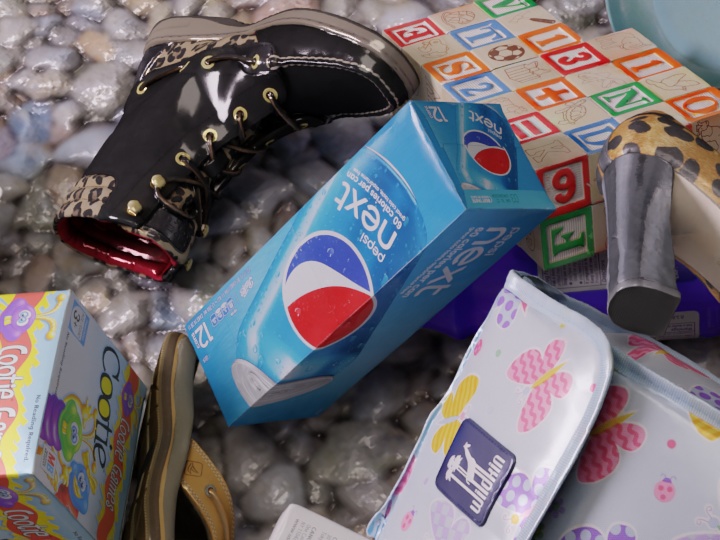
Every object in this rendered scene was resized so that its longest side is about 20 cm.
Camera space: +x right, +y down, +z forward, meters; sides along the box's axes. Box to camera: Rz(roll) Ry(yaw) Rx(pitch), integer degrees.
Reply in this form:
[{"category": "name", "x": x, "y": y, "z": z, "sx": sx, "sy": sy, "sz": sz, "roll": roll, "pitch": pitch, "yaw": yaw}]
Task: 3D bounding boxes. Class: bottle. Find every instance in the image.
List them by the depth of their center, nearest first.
[{"category": "bottle", "x": 0.099, "y": 0.000, "z": 1.030, "sx": 0.199, "sy": 0.065, "sz": 0.084, "roll": -5, "pitch": 48, "yaw": 6}]

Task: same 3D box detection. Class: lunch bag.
[{"category": "lunch bag", "x": 0.107, "y": 0.118, "z": 0.858, "sx": 0.200, "sy": 0.127, "sz": 0.170, "roll": 34, "pitch": 99, "yaw": 24}]

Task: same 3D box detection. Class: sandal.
[{"category": "sandal", "x": -0.089, "y": 0.121, "z": 0.988, "sx": 0.054, "sy": 0.080, "sz": 0.201, "roll": 13, "pitch": 52, "yaw": -11}]

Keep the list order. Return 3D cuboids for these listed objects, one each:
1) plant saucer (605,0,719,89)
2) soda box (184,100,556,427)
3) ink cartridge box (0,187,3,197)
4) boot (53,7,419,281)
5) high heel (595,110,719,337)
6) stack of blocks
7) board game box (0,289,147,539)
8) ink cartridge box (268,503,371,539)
[{"category": "plant saucer", "x": 0.211, "y": -0.187, "z": 1.041, "sx": 0.200, "sy": 0.027, "sz": 0.201, "roll": -27, "pitch": 53, "yaw": 43}, {"category": "soda box", "x": 0.000, "y": 0.000, "z": 0.969, "sx": 0.068, "sy": 0.200, "sz": 0.064, "roll": -3, "pitch": 59, "yaw": -45}, {"category": "ink cartridge box", "x": -0.299, "y": -0.017, "z": 1.103, "sx": 0.199, "sy": 0.067, "sz": 0.117, "roll": -28, "pitch": 57, "yaw": -8}, {"category": "boot", "x": -0.073, "y": -0.068, "z": 1.077, "sx": 0.199, "sy": 0.073, "sz": 0.151, "roll": 9, "pitch": 60, "yaw": 39}, {"category": "high heel", "x": 0.202, "y": -0.005, "z": 0.898, "sx": 0.199, "sy": 0.072, "sz": 0.143, "roll": 20, "pitch": 41, "yaw": -11}, {"category": "stack of blocks", "x": 0.103, "y": -0.083, "z": 1.040, "sx": 0.115, "sy": 0.059, "sz": 0.200, "roll": -18, "pitch": 32, "yaw": -15}, {"category": "board game box", "x": -0.225, "y": 0.084, "z": 0.989, "sx": 0.199, "sy": 0.103, "sz": 0.105, "roll": -4, "pitch": 57, "yaw": 17}, {"category": "ink cartridge box", "x": 0.019, "y": 0.225, "z": 0.925, "sx": 0.199, "sy": 0.050, "sz": 0.161, "roll": 26, "pitch": 63, "yaw": 2}]
